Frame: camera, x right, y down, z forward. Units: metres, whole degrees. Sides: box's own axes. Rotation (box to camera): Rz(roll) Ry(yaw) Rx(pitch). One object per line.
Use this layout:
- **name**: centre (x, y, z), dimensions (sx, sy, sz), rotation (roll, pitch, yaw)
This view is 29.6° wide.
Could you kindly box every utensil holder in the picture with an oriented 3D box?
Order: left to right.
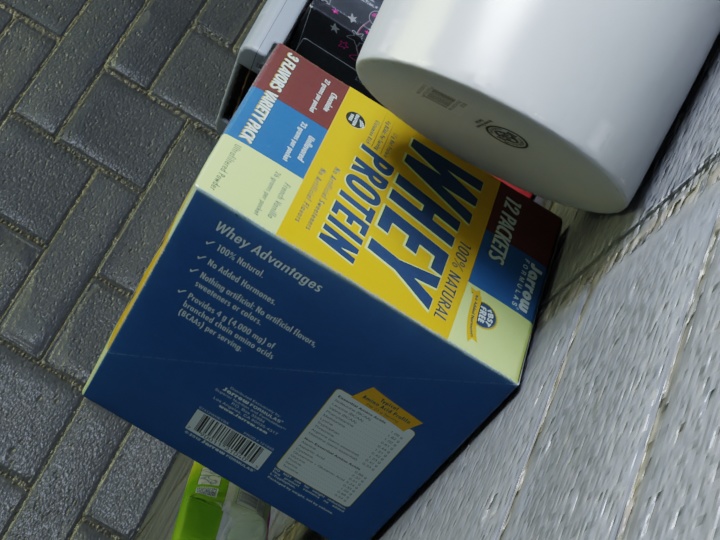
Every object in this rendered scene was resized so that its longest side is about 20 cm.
- **utensil holder**: centre (0.110, -0.154, 0.690), dimensions (0.202, 0.168, 0.170), rotation (-63, 6, -5)

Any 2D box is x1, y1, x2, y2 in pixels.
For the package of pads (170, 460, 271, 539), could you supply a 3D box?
- **package of pads**: centre (-0.113, 0.234, 0.991), dimensions (0.155, 0.067, 0.203), rotation (-95, 21, -79)

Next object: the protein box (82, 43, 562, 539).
- **protein box**: centre (-0.024, 0.023, 0.791), dimensions (0.201, 0.197, 0.136), rotation (-53, 9, 44)

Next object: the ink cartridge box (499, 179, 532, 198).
- **ink cartridge box**: centre (0.070, -0.050, 0.968), dimensions (0.117, 0.067, 0.200), rotation (-59, 6, 16)

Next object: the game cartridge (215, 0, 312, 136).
- **game cartridge**: centre (-0.086, -0.217, 1.310), dimensions (0.200, 0.041, 0.135), rotation (127, 166, -67)

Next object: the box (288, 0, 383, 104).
- **box**: centre (0.037, -0.198, 1.301), dimensions (0.116, 0.198, 0.132), rotation (-62, 5, -35)
